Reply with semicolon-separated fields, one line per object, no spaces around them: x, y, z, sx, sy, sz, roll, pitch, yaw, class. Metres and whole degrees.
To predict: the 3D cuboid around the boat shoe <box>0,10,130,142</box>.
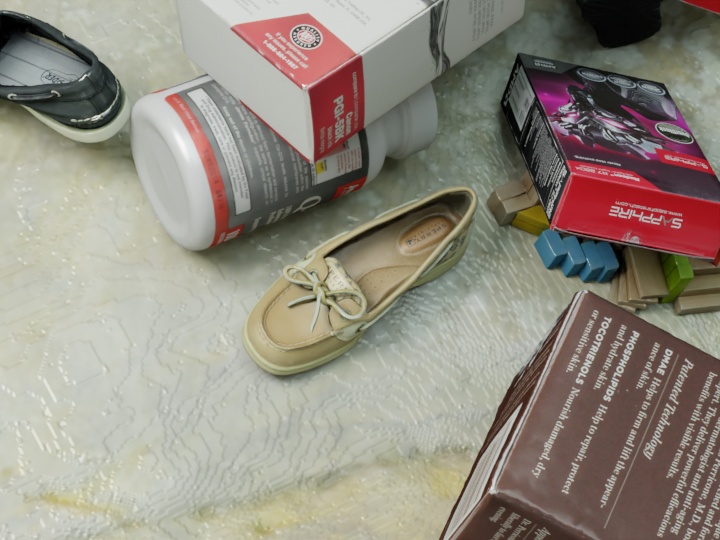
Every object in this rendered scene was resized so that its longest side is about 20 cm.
-0.253;-0.154;1.408;0.199;0.066;0.075;30;70;24;boat shoe

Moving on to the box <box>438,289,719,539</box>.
0.180;0.151;1.338;0.200;0.166;0.164;27;61;0;box

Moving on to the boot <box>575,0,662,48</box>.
0.181;-0.268;1.526;0.073;0.198;0.163;-17;79;6;boot

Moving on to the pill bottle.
-0.053;-0.099;1.429;0.200;0.116;0.116;-22;72;-21;pill bottle

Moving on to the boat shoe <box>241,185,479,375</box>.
0.000;0.000;1.424;0.200;0.063;0.073;-37;79;-25;boat shoe

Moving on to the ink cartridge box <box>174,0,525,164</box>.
-0.005;-0.187;1.364;0.200;0.083;0.147;-35;59;-21;ink cartridge box

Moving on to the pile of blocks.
0.193;-0.023;1.482;0.200;0.062;0.082;17;62;-4;pile of blocks

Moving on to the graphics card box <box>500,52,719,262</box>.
0.182;-0.085;1.455;0.125;0.051;0.200;10;28;-13;graphics card box

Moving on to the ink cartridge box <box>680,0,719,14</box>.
0.319;-0.286;1.584;0.200;0.084;0.176;9;61;-36;ink cartridge box
